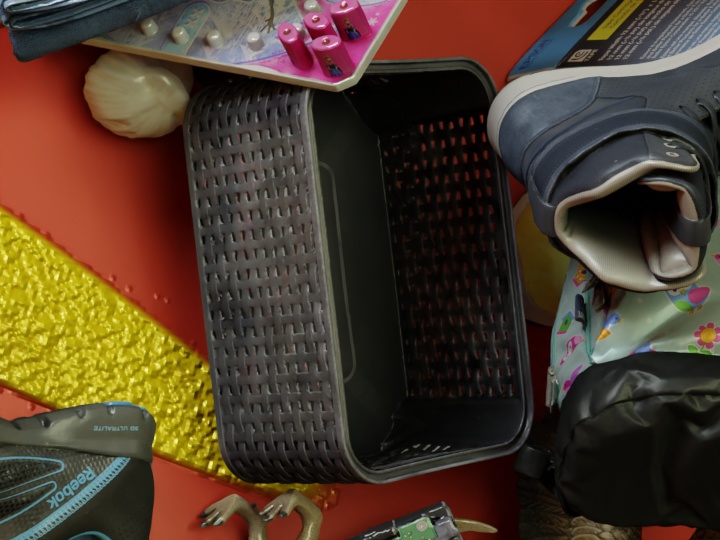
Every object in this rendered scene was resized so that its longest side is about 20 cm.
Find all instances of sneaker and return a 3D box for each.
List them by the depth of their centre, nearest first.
[{"bbox_3d":[-0.181,0.103,0.938,0.200,0.073,0.082,0,80,-30],"label":"sneaker"},{"bbox_3d":[0.172,-0.056,0.974,0.202,0.146,0.077,-14,117,-2],"label":"sneaker"},{"bbox_3d":[0.156,-0.039,1.166,0.200,0.076,0.075,-38,101,-29],"label":"sneaker"}]

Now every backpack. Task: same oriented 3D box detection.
[{"bbox_3d":[0.171,0.032,1.037,0.167,0.127,0.200,12,39,-6],"label":"backpack"}]

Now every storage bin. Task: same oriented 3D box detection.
[{"bbox_3d":[0.000,0.000,1.029,0.135,0.094,0.200,-7,92,-44],"label":"storage bin"}]

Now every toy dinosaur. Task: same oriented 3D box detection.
[{"bbox_3d":[-0.033,0.156,1.034,0.200,0.058,0.101,-39,115,-23],"label":"toy dinosaur"}]

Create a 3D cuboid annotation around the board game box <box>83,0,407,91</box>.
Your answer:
[{"bbox_3d":[-0.048,-0.184,1.021,0.200,0.200,0.026,-60,147,-26],"label":"board game box"}]

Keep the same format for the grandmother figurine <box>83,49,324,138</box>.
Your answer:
[{"bbox_3d":[-0.059,-0.131,1.074,0.200,0.061,0.121,-39,99,-28],"label":"grandmother figurine"}]

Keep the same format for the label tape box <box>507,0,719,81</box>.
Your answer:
[{"bbox_3d":[0.201,-0.129,1.155,0.143,0.200,0.066,-46,119,-31],"label":"label tape box"}]

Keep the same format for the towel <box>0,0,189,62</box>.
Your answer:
[{"bbox_3d":[-0.086,-0.178,0.982,0.049,0.200,0.112,63,6,-48],"label":"towel"}]

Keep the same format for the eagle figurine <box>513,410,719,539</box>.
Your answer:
[{"bbox_3d":[0.155,0.163,1.096,0.152,0.151,0.200,12,83,-17],"label":"eagle figurine"}]

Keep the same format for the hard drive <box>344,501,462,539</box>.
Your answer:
[{"bbox_3d":[-0.026,0.207,0.962,0.200,0.038,0.140,-23,90,0],"label":"hard drive"}]
